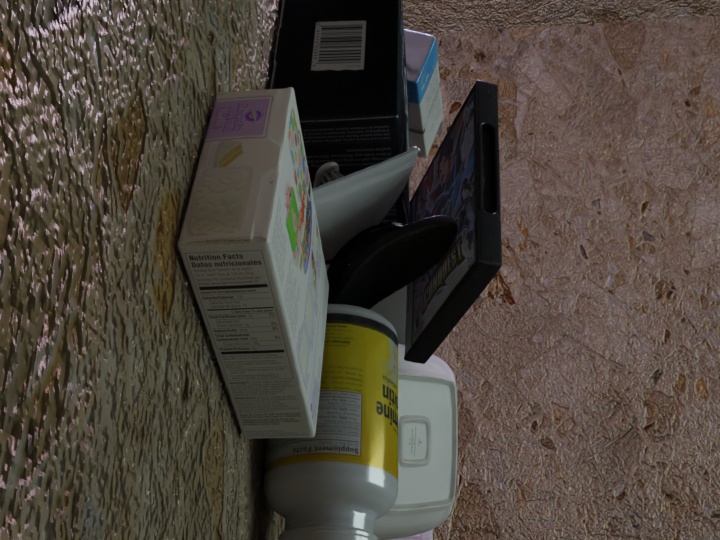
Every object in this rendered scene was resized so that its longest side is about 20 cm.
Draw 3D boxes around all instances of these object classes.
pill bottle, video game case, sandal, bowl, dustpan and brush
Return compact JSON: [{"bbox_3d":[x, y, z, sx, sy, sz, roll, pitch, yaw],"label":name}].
[{"bbox_3d":[-0.023,0.140,0.715,0.113,0.109,0.204,78,12,-61],"label":"pill bottle"},{"bbox_3d":[0.081,-0.038,0.800,0.201,0.025,0.184,117,-20,-58],"label":"video game case"},{"bbox_3d":[-0.001,0.000,0.763,0.075,0.199,0.049,11,50,-48],"label":"sandal"},{"bbox_3d":[0.030,0.170,0.879,0.197,0.074,0.205,13,75,-43],"label":"bowl"},{"bbox_3d":[-0.034,-0.040,0.772,0.058,0.138,0.202,54,-29,24],"label":"dustpan and brush"}]

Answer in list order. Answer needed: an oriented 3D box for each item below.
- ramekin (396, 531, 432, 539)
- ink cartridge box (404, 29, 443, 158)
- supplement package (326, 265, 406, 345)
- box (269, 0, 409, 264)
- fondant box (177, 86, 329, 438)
[{"bbox_3d":[0.108,0.598,1.939,0.200,0.102,0.206,-1,90,-85],"label":"ramekin"},{"bbox_3d":[0.036,-0.205,1.054,0.201,0.113,0.068,70,39,-64],"label":"ink cartridge box"},{"bbox_3d":[0.009,0.063,1.029,0.117,0.114,0.205,37,51,-80],"label":"supplement package"},{"bbox_3d":[-0.013,-0.146,0.861,0.199,0.121,0.203,84,7,-53],"label":"box"},{"bbox_3d":[-0.065,0.000,0.605,0.203,0.057,0.146,84,7,-46],"label":"fondant box"}]
